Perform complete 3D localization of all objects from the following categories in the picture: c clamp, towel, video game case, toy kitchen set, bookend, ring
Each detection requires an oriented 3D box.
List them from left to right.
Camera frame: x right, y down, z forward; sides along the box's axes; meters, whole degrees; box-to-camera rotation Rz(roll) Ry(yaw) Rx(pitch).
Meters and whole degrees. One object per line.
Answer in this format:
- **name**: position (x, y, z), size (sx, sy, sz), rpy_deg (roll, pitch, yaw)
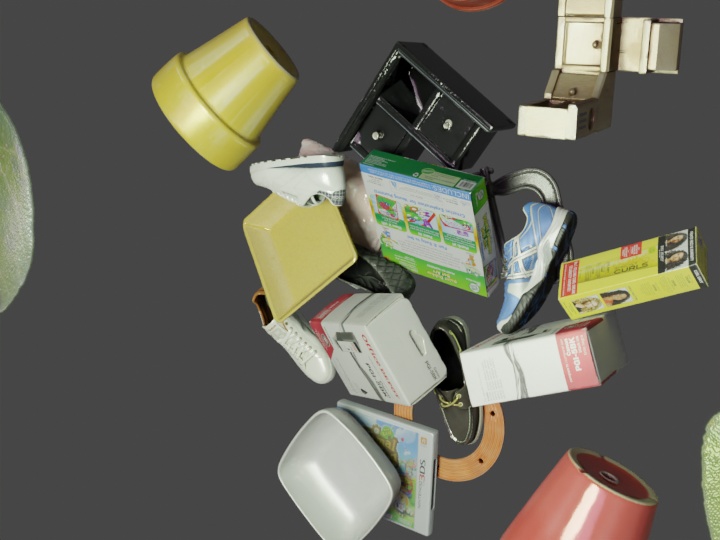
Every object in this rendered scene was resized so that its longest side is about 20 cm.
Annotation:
- **towel**: position (-0.041, -0.093, 1.574), size (0.198, 0.032, 0.194), rpy_deg (29, 112, 23)
- **video game case**: position (0.040, 0.327, 1.591), size (0.197, 0.022, 0.186), rpy_deg (13, 108, 35)
- **bookend**: position (0.092, -0.203, 1.436), size (0.199, 0.092, 0.201), rpy_deg (45, 119, 16)
- **ring**: position (0.143, 0.238, 1.528), size (0.197, 0.019, 0.204), rpy_deg (7, 103, 31)
- **c clamp**: position (0.228, -0.067, 1.419), size (0.169, 0.027, 0.203), rpy_deg (-19, 88, 26)
- **toy kitchen set**: position (0.315, -0.279, 1.232), size (0.161, 0.180, 0.204), rpy_deg (10, 108, 28)

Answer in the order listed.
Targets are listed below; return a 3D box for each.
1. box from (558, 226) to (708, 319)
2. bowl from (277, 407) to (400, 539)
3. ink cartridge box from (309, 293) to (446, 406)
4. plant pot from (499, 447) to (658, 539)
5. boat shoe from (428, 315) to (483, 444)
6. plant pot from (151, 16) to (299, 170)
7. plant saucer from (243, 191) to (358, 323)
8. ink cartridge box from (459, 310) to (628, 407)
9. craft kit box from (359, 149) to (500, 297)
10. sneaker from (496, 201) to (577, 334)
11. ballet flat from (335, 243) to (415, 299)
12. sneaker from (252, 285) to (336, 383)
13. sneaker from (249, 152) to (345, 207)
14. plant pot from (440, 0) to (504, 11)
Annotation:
- **box**: position (0.373, 0.005, 1.305), size (0.198, 0.076, 0.050), rpy_deg (-17, 130, 34)
- **bowl**: position (-0.027, 0.340, 1.584), size (0.200, 0.074, 0.201), rpy_deg (48, 125, 18)
- **ink cartridge box**: position (0.023, 0.118, 1.461), size (0.148, 0.082, 0.199), rpy_deg (60, 156, -13)
- **plant pot**: position (0.320, 0.366, 1.352), size (0.199, 0.200, 0.180), rpy_deg (29, 104, 24)
- **boat shoe**: position (0.141, 0.176, 1.471), size (0.071, 0.060, 0.205), rpy_deg (-6, 95, 32)
- **plant pot**: position (-0.207, -0.301, 1.556), size (0.188, 0.200, 0.202), rpy_deg (-38, 78, 14)
- **plant saucer**: position (-0.090, -0.047, 1.543), size (0.199, 0.048, 0.203), rpy_deg (-38, 61, 32)
- **ink cartridge box**: position (0.261, 0.125, 1.359), size (0.197, 0.146, 0.084), rpy_deg (-15, 90, 32)
- **craft kit box**: position (0.105, -0.070, 1.412), size (0.198, 0.049, 0.200), rpy_deg (20, 139, 34)
- **sneaker**: position (0.241, -0.004, 1.373), size (0.076, 0.075, 0.203), rpy_deg (28, 102, 24)
- **ballet flat**: position (0.000, 0.000, 1.513), size (0.198, 0.056, 0.068), rpy_deg (20, 115, 35)
- **sneaker**: position (-0.122, 0.116, 1.631), size (0.073, 0.084, 0.201), rpy_deg (-42, 78, 28)
- **sneaker**: position (-0.102, -0.138, 1.491), size (0.198, 0.076, 0.082), rpy_deg (2, 104, 46)
- **plant pot**: position (0.120, -0.469, 1.309), size (0.198, 0.194, 0.205), rpy_deg (6, 101, 30)
